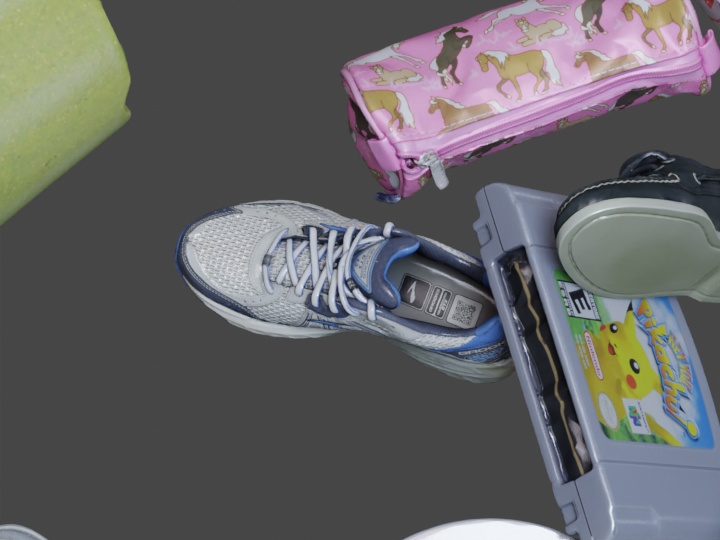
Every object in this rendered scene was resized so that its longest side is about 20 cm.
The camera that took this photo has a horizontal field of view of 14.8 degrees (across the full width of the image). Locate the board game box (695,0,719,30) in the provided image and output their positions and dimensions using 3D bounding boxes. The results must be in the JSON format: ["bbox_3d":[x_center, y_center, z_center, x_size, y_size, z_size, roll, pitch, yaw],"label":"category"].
[{"bbox_3d":[0.250,-0.222,1.499,0.200,0.046,0.152,-37,82,-3],"label":"board game box"}]

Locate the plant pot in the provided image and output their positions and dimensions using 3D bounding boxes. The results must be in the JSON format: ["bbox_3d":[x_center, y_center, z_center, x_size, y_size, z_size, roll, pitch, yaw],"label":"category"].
[{"bbox_3d":[-0.227,-0.089,1.437,0.184,0.200,0.201,-34,80,-20],"label":"plant pot"}]

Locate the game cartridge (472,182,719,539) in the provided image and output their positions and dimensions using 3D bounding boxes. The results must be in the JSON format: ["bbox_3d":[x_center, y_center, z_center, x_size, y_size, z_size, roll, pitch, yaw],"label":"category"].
[{"bbox_3d":[0.131,0.053,1.437,0.040,0.133,0.201,-28,68,30],"label":"game cartridge"}]

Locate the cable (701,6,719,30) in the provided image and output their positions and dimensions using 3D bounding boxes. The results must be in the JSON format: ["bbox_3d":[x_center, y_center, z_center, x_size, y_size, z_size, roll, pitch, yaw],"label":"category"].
[{"bbox_3d":[0.279,-0.189,1.536,0.199,0.051,0.164,9,77,-1],"label":"cable"}]

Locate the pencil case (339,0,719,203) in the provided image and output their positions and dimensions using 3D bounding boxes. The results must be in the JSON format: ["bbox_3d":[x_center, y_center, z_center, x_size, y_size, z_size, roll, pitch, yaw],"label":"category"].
[{"bbox_3d":[0.091,-0.104,1.494,0.199,0.083,0.087,-21,77,-7],"label":"pencil case"}]

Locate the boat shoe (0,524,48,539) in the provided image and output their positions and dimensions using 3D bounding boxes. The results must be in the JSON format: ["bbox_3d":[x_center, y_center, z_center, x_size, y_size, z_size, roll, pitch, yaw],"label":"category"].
[{"bbox_3d":[-0.147,0.220,1.417,0.074,0.065,0.203,-25,79,-7],"label":"boat shoe"}]

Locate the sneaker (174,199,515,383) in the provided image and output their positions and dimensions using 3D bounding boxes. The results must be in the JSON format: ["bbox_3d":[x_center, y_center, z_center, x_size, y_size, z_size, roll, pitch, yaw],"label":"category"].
[{"bbox_3d":[0.000,0.000,1.464,0.199,0.085,0.077,12,77,1],"label":"sneaker"}]

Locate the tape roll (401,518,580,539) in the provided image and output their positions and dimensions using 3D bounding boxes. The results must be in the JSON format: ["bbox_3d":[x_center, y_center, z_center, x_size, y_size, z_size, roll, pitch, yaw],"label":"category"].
[{"bbox_3d":[0.065,0.228,1.413,0.199,0.066,0.201,0,83,0],"label":"tape roll"}]

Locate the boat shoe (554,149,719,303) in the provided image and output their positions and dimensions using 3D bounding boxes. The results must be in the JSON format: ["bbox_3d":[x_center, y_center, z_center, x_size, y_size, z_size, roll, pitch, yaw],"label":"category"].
[{"bbox_3d":[0.160,-0.030,1.442,0.199,0.074,0.066,4,53,-45],"label":"boat shoe"}]
